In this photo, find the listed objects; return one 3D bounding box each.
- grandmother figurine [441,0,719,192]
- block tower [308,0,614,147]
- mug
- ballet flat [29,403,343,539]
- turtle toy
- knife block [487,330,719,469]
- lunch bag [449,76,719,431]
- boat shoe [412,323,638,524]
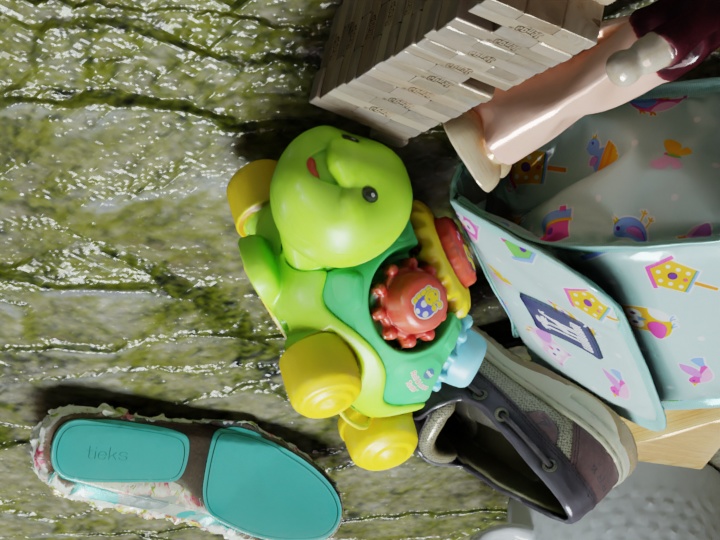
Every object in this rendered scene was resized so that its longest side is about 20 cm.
[{"bbox_3d":[0.134,-0.106,1.082,0.199,0.121,0.061,-30,103,18],"label":"grandmother figurine"},{"bbox_3d":[0.042,-0.109,1.036,0.057,0.054,0.200,20,161,-19],"label":"block tower"},{"bbox_3d":[0.146,0.217,1.456,0.199,0.176,0.148,13,142,-20],"label":"mug"},{"bbox_3d":[-0.107,0.120,1.415,0.199,0.076,0.064,18,171,-20],"label":"ballet flat"},{"bbox_3d":[0.000,0.000,1.167,0.101,0.147,0.200,-25,148,10],"label":"turtle toy"},{"bbox_3d":[0.132,0.050,1.316,0.174,0.064,0.200,9,144,-17],"label":"knife block"},{"bbox_3d":[0.157,-0.006,1.190,0.198,0.123,0.171,-8,145,19],"label":"lunch bag"},{"bbox_3d":[0.052,0.074,1.268,0.199,0.065,0.072,27,141,25],"label":"boat shoe"}]
